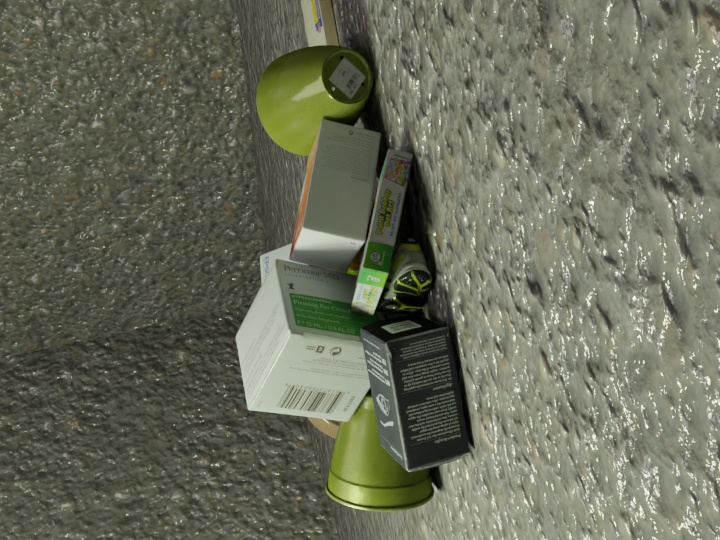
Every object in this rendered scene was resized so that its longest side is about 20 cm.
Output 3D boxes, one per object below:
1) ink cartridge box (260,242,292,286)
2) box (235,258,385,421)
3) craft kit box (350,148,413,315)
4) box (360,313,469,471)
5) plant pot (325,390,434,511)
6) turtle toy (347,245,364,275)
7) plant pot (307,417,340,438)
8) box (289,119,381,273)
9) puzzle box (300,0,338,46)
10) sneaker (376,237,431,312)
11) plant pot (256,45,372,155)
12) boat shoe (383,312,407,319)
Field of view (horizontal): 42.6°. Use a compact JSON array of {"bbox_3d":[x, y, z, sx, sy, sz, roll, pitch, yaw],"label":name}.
[{"bbox_3d":[-0.126,0.038,1.912,0.199,0.043,0.199,-21,66,38],"label":"ink cartridge box"},{"bbox_3d":[-0.081,0.122,1.568,0.201,0.197,0.172,-60,32,34],"label":"box"},{"bbox_3d":[0.031,-0.055,1.438,0.200,0.048,0.200,106,174,-68],"label":"craft kit box"},{"bbox_3d":[0.081,0.183,1.418,0.148,0.103,0.203,-158,57,-74],"label":"box"},{"bbox_3d":[0.039,0.302,1.666,0.200,0.198,0.196,-144,55,-75],"label":"plant pot"},{"bbox_3d":[0.000,0.000,1.708,0.146,0.100,0.202,-125,28,-54],"label":"turtle toy"},{"bbox_3d":[-0.005,0.208,1.827,0.175,0.198,0.202,119,142,-45],"label":"plant pot"},{"bbox_3d":[-0.044,-0.122,1.554,0.152,0.105,0.202,123,158,-66],"label":"box"},{"bbox_3d":[-0.081,-0.488,1.836,0.200,0.025,0.135,-154,53,-77],"label":"puzzle box"},{"bbox_3d":[0.071,0.014,1.479,0.200,0.074,0.077,123,147,-64],"label":"sneaker"},{"bbox_3d":[-0.060,-0.308,1.580,0.200,0.185,0.190,-9,93,65],"label":"plant pot"},{"bbox_3d":[0.051,0.100,1.594,0.062,0.072,0.200,-61,26,10],"label":"boat shoe"}]
